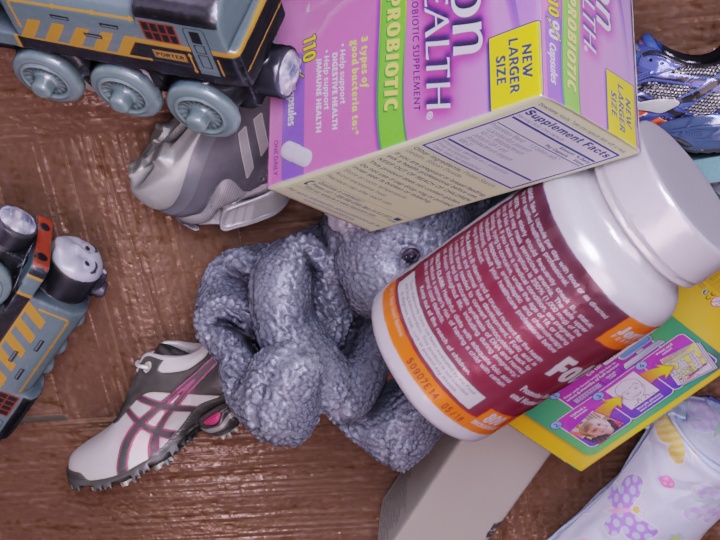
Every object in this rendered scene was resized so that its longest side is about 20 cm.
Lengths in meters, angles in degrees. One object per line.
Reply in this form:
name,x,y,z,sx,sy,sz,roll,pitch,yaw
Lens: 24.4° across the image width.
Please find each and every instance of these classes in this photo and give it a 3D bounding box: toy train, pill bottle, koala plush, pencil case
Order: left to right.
toy train,-0.268,0.039,1.214,0.114,0.085,0.200,23,122,-25
toy train,-0.133,-0.146,0.958,0.200,0.085,0.114,14,151,19
koala plush,0.000,0.000,1.129,0.177,0.184,0.200,16,119,-45
pill bottle,0.115,0.006,0.990,0.200,0.114,0.114,-36,115,25
pencil case,0.218,0.185,1.278,0.091,0.083,0.200,23,124,-13

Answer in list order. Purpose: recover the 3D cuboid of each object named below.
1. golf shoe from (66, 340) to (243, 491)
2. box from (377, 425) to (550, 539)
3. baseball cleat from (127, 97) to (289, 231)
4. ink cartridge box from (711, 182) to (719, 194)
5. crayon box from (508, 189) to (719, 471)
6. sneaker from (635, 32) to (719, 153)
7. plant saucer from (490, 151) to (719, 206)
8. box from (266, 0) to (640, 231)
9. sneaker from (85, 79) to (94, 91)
golf shoe,-0.149,0.100,1.268,0.200,0.077,0.088,-28,98,19
box,0.085,0.145,1.264,0.068,0.082,0.200,24,125,-11
baseball cleat,-0.065,-0.100,1.125,0.106,0.070,0.200,33,127,-33
ink cartridge box,0.214,-0.009,1.153,0.200,0.068,0.116,-2,125,5
crayon box,0.176,0.037,1.090,0.200,0.058,0.119,-39,128,22
sneaker,0.177,-0.115,1.091,0.200,0.075,0.079,-9,109,6
plant saucer,0.188,-0.063,1.094,0.200,0.070,0.019,-9,101,-7
box,0.050,-0.137,0.966,0.200,0.176,0.097,-15,156,38
sneaker,-0.211,-0.196,1.067,0.093,0.070,0.200,27,162,38
